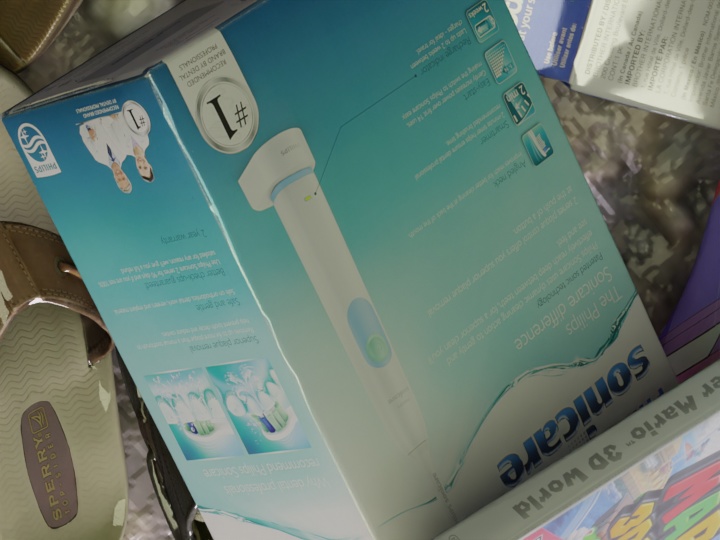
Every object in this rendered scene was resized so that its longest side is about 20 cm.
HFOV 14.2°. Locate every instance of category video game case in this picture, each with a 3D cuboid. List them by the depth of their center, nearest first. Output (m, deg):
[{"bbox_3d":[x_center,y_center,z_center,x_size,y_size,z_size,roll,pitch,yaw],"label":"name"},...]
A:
[{"bbox_3d":[0.100,0.079,0.910,0.200,0.018,0.143,-30,150,-22],"label":"video game case"}]

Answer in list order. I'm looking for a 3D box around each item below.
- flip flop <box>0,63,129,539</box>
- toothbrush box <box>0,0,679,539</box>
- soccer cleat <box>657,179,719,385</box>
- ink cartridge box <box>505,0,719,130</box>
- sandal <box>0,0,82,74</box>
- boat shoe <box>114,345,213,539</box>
[{"bbox_3d":[-0.114,0.020,0.954,0.081,0.057,0.201,-23,114,-27],"label":"flip flop"},{"bbox_3d":[0.000,0.000,0.929,0.146,0.085,0.201,-37,107,-37],"label":"toothbrush box"},{"bbox_3d":[0.132,0.035,0.969,0.066,0.077,0.201,11,119,-7],"label":"soccer cleat"},{"bbox_3d":[0.147,-0.103,0.975,0.199,0.042,0.120,14,101,-10],"label":"ink cartridge box"},{"bbox_3d":[-0.082,-0.146,0.943,0.080,0.054,0.200,42,113,2],"label":"sandal"},{"bbox_3d":[-0.036,0.066,0.986,0.071,0.066,0.202,-17,104,0],"label":"boat shoe"}]
